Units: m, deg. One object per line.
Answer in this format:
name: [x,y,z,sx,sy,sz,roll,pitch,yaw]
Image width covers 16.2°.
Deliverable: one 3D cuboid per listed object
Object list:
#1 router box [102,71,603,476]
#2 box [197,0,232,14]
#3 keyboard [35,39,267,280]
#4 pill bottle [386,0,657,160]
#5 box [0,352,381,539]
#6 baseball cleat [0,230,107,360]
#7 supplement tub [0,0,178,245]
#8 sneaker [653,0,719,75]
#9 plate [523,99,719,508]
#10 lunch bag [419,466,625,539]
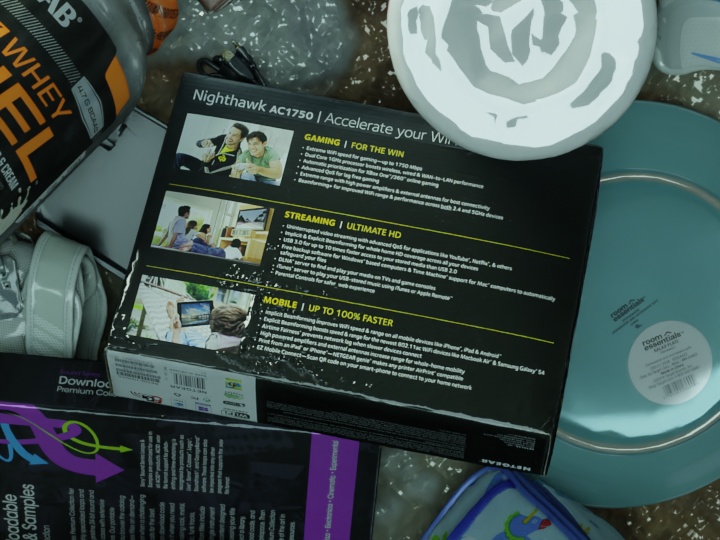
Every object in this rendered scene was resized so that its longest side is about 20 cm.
router box: [0.000,0.000,1.137,0.200,0.051,0.149,11,62,5]
box: [-0.101,-0.215,1.144,0.075,0.100,0.200,-37,97,7]
keyboard: [-0.047,-0.028,1.216,0.200,0.021,0.127,32,100,-5]
pill bottle: [0.066,-0.114,1.107,0.111,0.200,0.111,0,100,1]
box: [-0.092,0.100,1.192,0.200,0.036,0.143,5,139,-1]
baseball cleat: [-0.186,-0.015,1.192,0.106,0.070,0.200,-24,110,22]
supplement tub: [-0.179,-0.075,1.110,0.123,0.123,0.200,44,67,-6]
sneaker: [0.228,-0.104,1.181,0.200,0.075,0.087,14,123,-3]
plate: [0.127,0.019,1.209,0.200,0.026,0.200,-1,99,-5]
lunch bag: [0.053,0.200,1.183,0.082,0.161,0.200,34,99,-30]
